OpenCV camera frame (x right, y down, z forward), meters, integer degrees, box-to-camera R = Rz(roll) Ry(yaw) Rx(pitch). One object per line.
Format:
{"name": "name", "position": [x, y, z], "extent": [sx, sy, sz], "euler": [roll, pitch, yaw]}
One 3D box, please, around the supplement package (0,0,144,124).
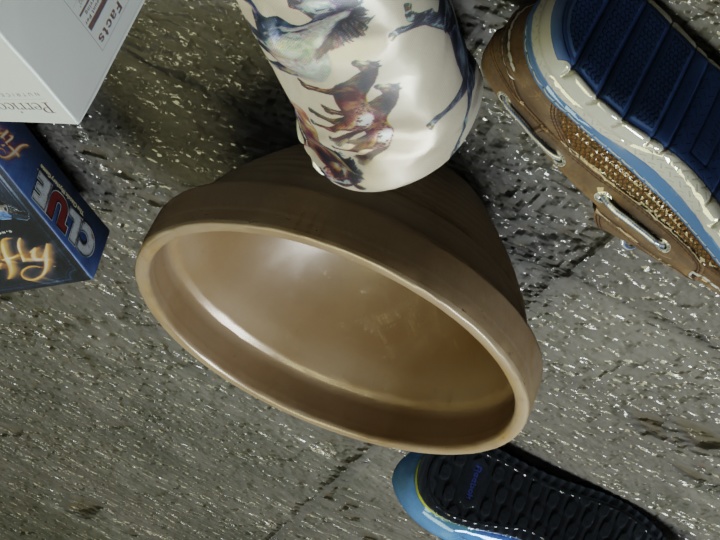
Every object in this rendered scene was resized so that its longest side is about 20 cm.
{"name": "supplement package", "position": [-0.178, -0.159, 0.729], "extent": [0.113, 0.110, 0.200], "euler": [4, 148, 34]}

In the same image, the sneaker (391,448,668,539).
{"name": "sneaker", "position": [0.111, 0.163, 1.162], "extent": [0.200, 0.066, 0.078], "euler": [28, 160, -6]}

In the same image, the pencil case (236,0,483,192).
{"name": "pencil case", "position": [-0.015, -0.110, 0.724], "extent": [0.089, 0.078, 0.200], "euler": [-10, 144, 15]}

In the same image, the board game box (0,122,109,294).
{"name": "board game box", "position": [-0.246, -0.035, 0.946], "extent": [0.199, 0.035, 0.136], "euler": [-9, 137, 25]}

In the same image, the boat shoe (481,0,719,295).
{"name": "boat shoe", "position": [0.131, -0.040, 0.763], "extent": [0.200, 0.072, 0.072], "euler": [45, 153, -19]}

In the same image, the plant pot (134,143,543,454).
{"name": "plant pot", "position": [0.000, 0.000, 0.905], "extent": [0.200, 0.093, 0.201], "euler": [18, 153, 10]}

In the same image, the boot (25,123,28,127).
{"name": "boot", "position": [-0.250, -0.060, 1.011], "extent": [0.199, 0.077, 0.168], "euler": [7, 146, 18]}
